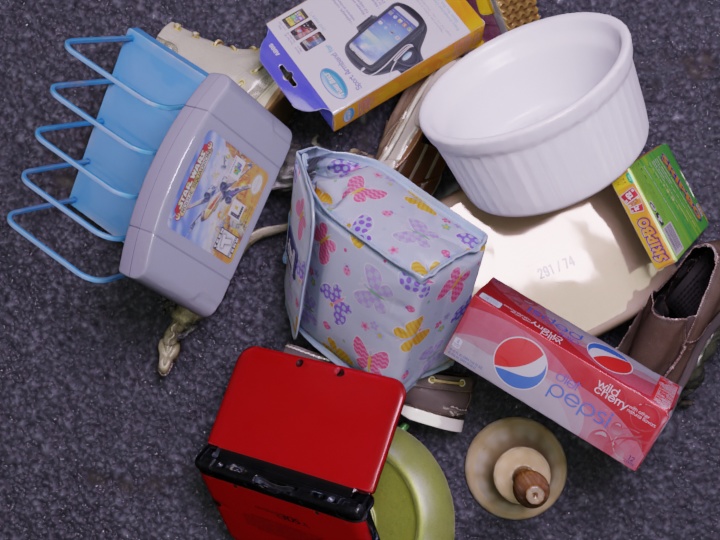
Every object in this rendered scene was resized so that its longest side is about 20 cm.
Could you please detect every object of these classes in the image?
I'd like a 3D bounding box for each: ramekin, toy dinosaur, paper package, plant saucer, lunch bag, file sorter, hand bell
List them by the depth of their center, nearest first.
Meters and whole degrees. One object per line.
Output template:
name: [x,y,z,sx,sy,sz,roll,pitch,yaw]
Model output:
ramekin: [0.162,-0.137,1.106,0.200,0.201,0.098,-29,120,0]
hand bell: [0.155,0.195,1.146,0.104,0.200,0.104,0,87,2]
lunch bag: [0.000,0.000,1.154,0.127,0.170,0.200,-27,54,-37]
file sorter: [-0.230,-0.107,1.161,0.139,0.123,0.200,33,114,18]
toy dinosaur: [0.317,0.094,1.187,0.047,0.088,0.200,34,96,17]
plant saucer: [-0.006,0.245,1.197,0.199,0.031,0.201,-3,82,23]
paper package: [0.182,-0.016,1.204,0.200,0.103,0.191,-27,87,1]
toy dinosaur: [-0.151,0.015,1.216,0.047,0.088,0.200,42,90,14]
toy dinosaur: [-0.084,-0.106,1.233,0.200,0.048,0.088,-22,56,-14]

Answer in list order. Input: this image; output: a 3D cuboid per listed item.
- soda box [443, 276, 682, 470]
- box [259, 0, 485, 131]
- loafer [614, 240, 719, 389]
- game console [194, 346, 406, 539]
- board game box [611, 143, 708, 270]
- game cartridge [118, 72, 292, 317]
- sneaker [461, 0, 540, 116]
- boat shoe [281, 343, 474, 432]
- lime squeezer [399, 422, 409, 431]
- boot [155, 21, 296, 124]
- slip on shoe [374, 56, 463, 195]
soda box: [0.180,0.090,1.093,0.200,0.063,0.070,31,115,12]
box: [0.005,-0.222,1.173,0.200,0.041,0.119,-32,73,-10]
loafer: [0.276,0.049,1.117,0.071,0.073,0.200,23,104,-41]
game console: [-0.044,0.187,1.162,0.200,0.173,0.119,10,43,36]
board game box: [0.288,-0.066,1.165,0.030,0.200,0.096,-27,90,29]
game cartridge: [-0.140,-0.069,1.109,0.041,0.133,0.200,18,80,28]
sneaker: [0.136,-0.218,1.236,0.075,0.090,0.201,-24,111,-38]
boat shoe: [0.014,0.105,1.220,0.199,0.072,0.060,18,88,-2]
lime squeezer: [0.017,0.254,1.229,0.070,0.038,0.201,-1,86,2]
boot: [-0.122,-0.214,1.235,0.154,0.072,0.200,31,70,18]
slip on shoe: [0.048,-0.128,1.230,0.061,0.076,0.200,44,112,44]
